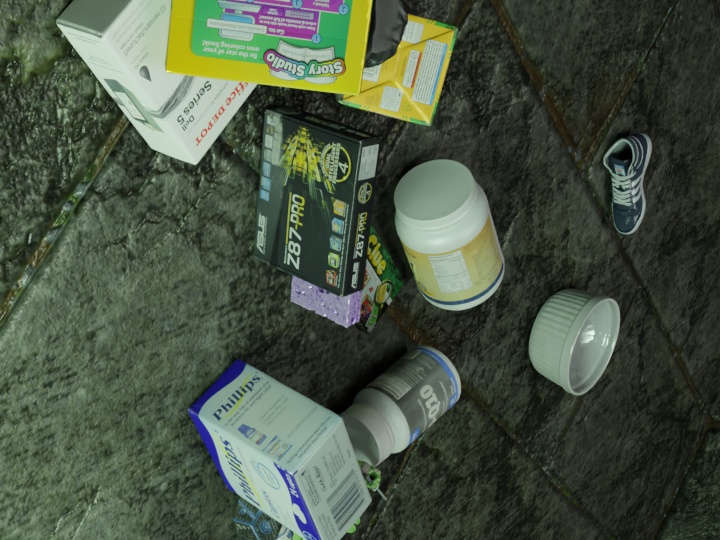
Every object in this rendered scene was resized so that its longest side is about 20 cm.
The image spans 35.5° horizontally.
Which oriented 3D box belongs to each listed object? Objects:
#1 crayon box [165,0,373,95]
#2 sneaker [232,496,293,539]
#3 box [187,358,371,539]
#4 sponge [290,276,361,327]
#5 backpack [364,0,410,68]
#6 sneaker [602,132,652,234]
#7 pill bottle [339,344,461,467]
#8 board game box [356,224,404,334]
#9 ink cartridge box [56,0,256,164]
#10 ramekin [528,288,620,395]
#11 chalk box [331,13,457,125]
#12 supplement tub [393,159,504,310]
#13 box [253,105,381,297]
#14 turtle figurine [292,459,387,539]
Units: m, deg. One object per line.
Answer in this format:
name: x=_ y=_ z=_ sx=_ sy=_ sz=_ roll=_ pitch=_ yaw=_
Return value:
crayon box: x=-0.087 y=-0.274 z=1.117 sx=0.197 sy=0.058 sz=0.175 roll=5 pitch=108 yaw=-12
sneaker: x=-0.138 y=0.377 z=1.643 sx=0.077 sy=0.075 sz=0.203 roll=-41 pitch=143 yaw=-58
box: x=-0.105 y=0.244 z=1.489 sx=0.105 sy=0.199 sz=0.185 roll=-44 pitch=139 yaw=-27
sponge: x=-0.041 y=-0.036 z=1.500 sx=0.030 sy=0.111 sz=0.203 roll=-19 pitch=123 yaw=-44
backpack: x=-0.061 y=-0.286 z=1.267 sx=0.166 sy=0.199 sz=0.128 roll=25 pitch=86 yaw=-34
sneaker: x=0.516 y=-0.169 z=2.208 sx=0.108 sy=0.069 sz=0.203 roll=-10 pitch=110 yaw=-56
pill bottle: x=0.059 y=0.214 z=1.768 sx=0.199 sy=0.113 sz=0.115 roll=-36 pitch=134 yaw=-37
board game box: x=0.000 y=0.000 z=1.653 sx=0.105 sy=0.023 sz=0.201 roll=-57 pitch=144 yaw=-19
ink cartridge box: x=-0.204 y=-0.236 z=1.195 sx=0.146 sy=0.083 sz=0.201 roll=-55 pitch=143 yaw=-18
ramekin: x=0.415 y=0.131 z=2.208 sx=0.199 sy=0.104 sz=0.203 roll=-30 pitch=131 yaw=-41
chalk box: x=0.035 y=-0.266 z=1.431 sx=0.200 sy=0.122 sz=0.126 roll=-109 pitch=-147 yaw=-75
supplement tub: x=0.132 y=-0.054 z=1.694 sx=0.145 sy=0.143 sz=0.201 roll=-50 pitch=141 yaw=-23
box: x=-0.057 y=-0.088 z=1.407 sx=0.049 sy=0.160 sz=0.203 roll=-17 pitch=123 yaw=-46
turtle figurine: x=-0.033 y=0.348 z=1.643 sx=0.194 sy=0.142 sz=0.203 roll=-92 pitch=175 yaw=-72
